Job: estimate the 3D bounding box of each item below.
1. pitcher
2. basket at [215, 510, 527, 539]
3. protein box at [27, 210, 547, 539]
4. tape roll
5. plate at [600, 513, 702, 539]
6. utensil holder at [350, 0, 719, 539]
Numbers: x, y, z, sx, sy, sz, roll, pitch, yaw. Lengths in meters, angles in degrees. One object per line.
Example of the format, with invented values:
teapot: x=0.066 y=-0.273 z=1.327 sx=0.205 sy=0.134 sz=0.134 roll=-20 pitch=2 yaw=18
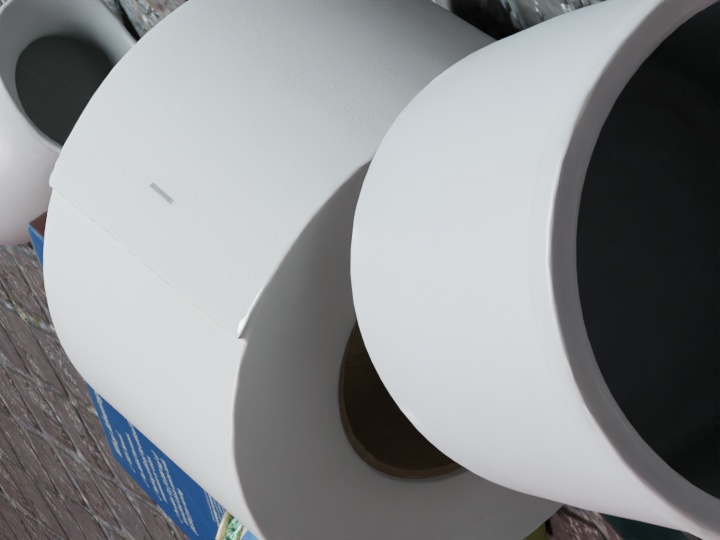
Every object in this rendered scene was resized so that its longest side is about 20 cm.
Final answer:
pitcher: x=-0.162 y=-0.066 z=1.541 sx=0.172 sy=0.121 sz=0.200 roll=43 pitch=154 yaw=-13
basket: x=0.001 y=0.165 z=1.152 sx=0.200 sy=0.139 sz=0.177 roll=-94 pitch=13 yaw=-48
protein box: x=-0.033 y=0.056 z=1.359 sx=0.200 sy=0.135 sz=0.199 roll=43 pitch=159 yaw=35
tape roll: x=0.000 y=0.000 z=1.058 sx=0.139 sy=0.203 sz=0.203 roll=37 pitch=156 yaw=46
plate: x=0.121 y=0.077 z=1.178 sx=0.200 sy=0.026 sz=0.200 roll=48 pitch=161 yaw=23
utensil holder: x=0.100 y=-0.003 z=0.847 sx=0.170 sy=0.170 sz=0.200 roll=57 pitch=165 yaw=-8
